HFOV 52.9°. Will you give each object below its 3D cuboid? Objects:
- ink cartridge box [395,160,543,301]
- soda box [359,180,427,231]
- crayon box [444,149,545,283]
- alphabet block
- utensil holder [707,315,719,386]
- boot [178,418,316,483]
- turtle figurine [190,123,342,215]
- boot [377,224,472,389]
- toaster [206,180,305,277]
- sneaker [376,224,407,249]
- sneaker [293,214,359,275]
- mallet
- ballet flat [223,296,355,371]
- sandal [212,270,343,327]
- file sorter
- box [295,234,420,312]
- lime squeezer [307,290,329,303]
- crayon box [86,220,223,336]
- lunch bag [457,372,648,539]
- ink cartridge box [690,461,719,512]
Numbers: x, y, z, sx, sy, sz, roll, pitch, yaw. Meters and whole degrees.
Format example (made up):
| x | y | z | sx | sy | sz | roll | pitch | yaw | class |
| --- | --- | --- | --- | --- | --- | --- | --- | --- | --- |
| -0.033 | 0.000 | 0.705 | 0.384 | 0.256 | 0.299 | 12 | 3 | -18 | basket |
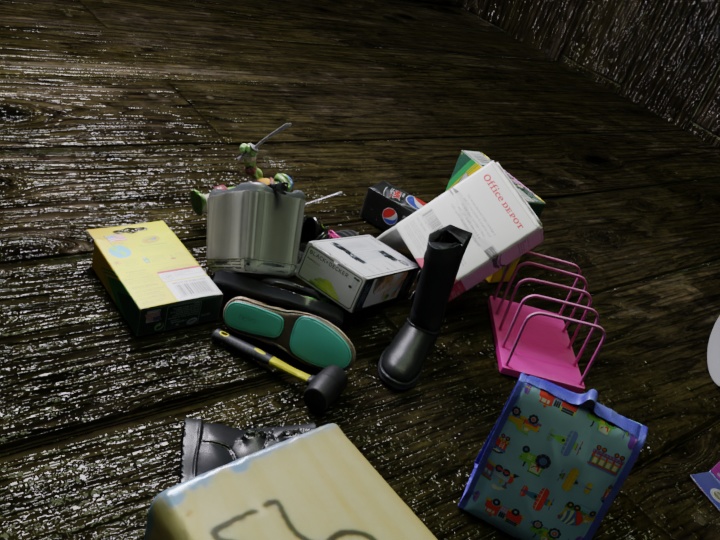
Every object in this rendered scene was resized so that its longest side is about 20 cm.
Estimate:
| x | y | z | sx | sy | sz | roll | pitch | yaw | class |
| --- | --- | --- | --- | --- | --- | --- | --- | --- | --- |
| 0.182 | -0.063 | 1.200 | 0.146 | 0.199 | 0.085 | 60 | 8 | 22 | ink cartridge box |
| 0.100 | -0.095 | 1.391 | 0.199 | 0.071 | 0.063 | 31 | 33 | 19 | soda box |
| 0.237 | -0.104 | 1.378 | 0.058 | 0.174 | 0.200 | -2 | 35 | -35 | crayon box |
| -0.053 | 0.283 | 0.593 | 0.194 | 0.198 | 0.200 | -13 | 43 | -39 | alphabet block |
| 0.734 | 0.151 | 1.248 | 0.198 | 0.171 | 0.170 | 13 | 31 | -2 | utensil holder |
| -0.107 | 0.230 | 0.761 | 0.166 | 0.077 | 0.201 | 6 | 27 | -13 | boot |
| -0.177 | -0.145 | 1.229 | 0.193 | 0.145 | 0.199 | -34 | 18 | -34 | turtle figurine |
| 0.093 | 0.049 | 1.033 | 0.065 | 0.201 | 0.165 | 23 | 31 | 10 | boot |
| -0.157 | -0.058 | 1.085 | 0.113 | 0.131 | 0.199 | 7 | -4 | -38 | toaster |
| 0.120 | -0.062 | 1.302 | 0.198 | 0.089 | 0.075 | -23 | 7 | 15 | sneaker |
| -0.068 | -0.051 | 1.216 | 0.199 | 0.088 | 0.074 | -12 | 42 | -41 | sneaker |
| -0.108 | 0.121 | 0.978 | 0.199 | 0.041 | 0.066 | 28 | 32 | 23 | mallet |
| -0.095 | 0.084 | 1.017 | 0.198 | 0.069 | 0.067 | 24 | 1 | 7 | ballet flat |
| -0.116 | 0.032 | 1.041 | 0.198 | 0.076 | 0.043 | 19 | 67 | 4 | sandal |
| 0.302 | 0.074 | 1.177 | 0.138 | 0.126 | 0.201 | 14 | 31 | -5 | file sorter |
| 0.000 | 0.000 | 1.154 | 0.116 | 0.061 | 0.200 | 32 | 19 | 21 | box |
| -0.076 | 0.044 | 1.127 | 0.070 | 0.038 | 0.199 | 2 | 14 | 44 | lime squeezer |
| -0.300 | 0.005 | 1.042 | 0.126 | 0.051 | 0.200 | -10 | 42 | -38 | crayon box |
| 0.223 | 0.217 | 0.836 | 0.149 | 0.201 | 0.094 | 25 | 32 | 11 | lunch bag |
| 0.597 | 0.336 | 1.001 | 0.198 | 0.044 | 0.197 | 1 | 35 | -28 | ink cartridge box |
